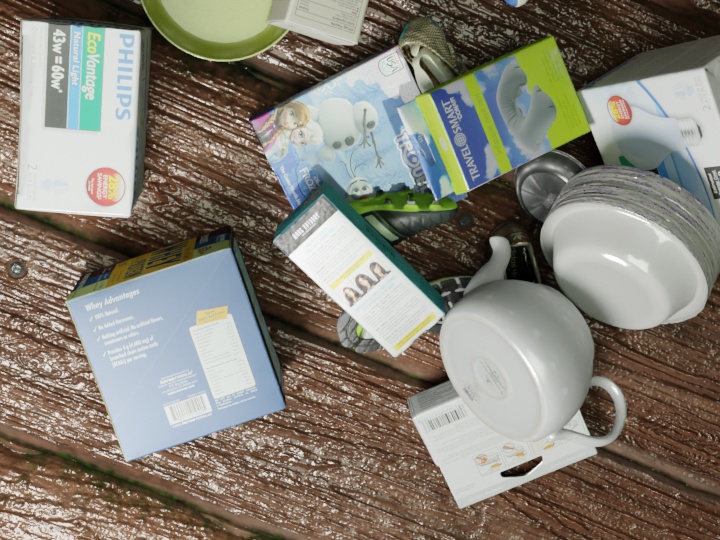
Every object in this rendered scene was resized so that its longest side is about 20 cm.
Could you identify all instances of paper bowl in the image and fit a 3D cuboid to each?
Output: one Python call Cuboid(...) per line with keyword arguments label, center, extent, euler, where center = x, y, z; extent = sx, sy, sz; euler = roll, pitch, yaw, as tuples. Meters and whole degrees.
Cuboid(label="paper bowl", center=(0.296, -0.013, 1.340), extent=(0.200, 0.200, 0.105), euler=(39, 62, -12))

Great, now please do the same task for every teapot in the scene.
Cuboid(label="teapot", center=(0.199, 0.090, 1.372), extent=(0.146, 0.197, 0.201), euler=(-31, 125, -29))

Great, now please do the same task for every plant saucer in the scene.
Cuboid(label="plant saucer", center=(-0.159, -0.343, 1.378), extent=(0.198, 0.031, 0.202), euler=(-1, 101, -7))

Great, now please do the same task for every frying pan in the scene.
Cuboid(label="frying pan", center=(0.253, -0.062, 1.444), extent=(0.031, 0.115, 0.191), euler=(-44, 104, -38))

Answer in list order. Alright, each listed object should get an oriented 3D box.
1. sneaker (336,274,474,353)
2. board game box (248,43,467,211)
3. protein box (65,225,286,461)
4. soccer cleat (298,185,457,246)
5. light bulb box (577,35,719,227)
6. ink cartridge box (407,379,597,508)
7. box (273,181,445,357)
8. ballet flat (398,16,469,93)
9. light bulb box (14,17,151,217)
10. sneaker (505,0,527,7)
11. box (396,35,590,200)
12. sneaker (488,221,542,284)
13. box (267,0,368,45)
Cuboid(label="sneaker", center=(0.065, 0.040, 1.453), extent=(0.198, 0.081, 0.075), euler=(-10, 109, -5))
Cuboid(label="board game box", center=(-0.002, -0.135, 1.430), extent=(0.198, 0.043, 0.201), euler=(-27, 104, -1))
Cuboid(label="protein box", center=(-0.211, 0.082, 1.406), extent=(0.197, 0.135, 0.201), euler=(-18, 103, -2))
Cuboid(label="soccer cleat", center=(0.017, -0.047, 1.402), extent=(0.198, 0.068, 0.082), euler=(-8, 114, 3))
Cuboid(label="light bulb box", center=(0.382, -0.151, 1.364), extent=(0.124, 0.199, 0.199), euler=(-31, 105, -28))
Cuboid(label="ink cartridge box", center=(0.182, 0.195, 1.509), extent=(0.199, 0.044, 0.174), euler=(-23, 124, 6))
Cuboid(label="box", center=(0.000, 0.000, 1.360), extent=(0.082, 0.049, 0.200), euler=(-41, 106, 16))
Cuboid(label="ballet flat", center=(0.111, -0.205, 1.405), extent=(0.200, 0.068, 0.076), euler=(47, 50, -18))
Cuboid(label="light bulb box", center=(-0.299, -0.173, 1.312), extent=(0.124, 0.200, 0.200), euler=(4, 101, -7))
Cuboid(label="sneaker", center=(0.104, -0.372, 1.373), extent=(0.111, 0.077, 0.201), euler=(-32, 99, -5))
Cuboid(label="box", center=(0.154, -0.174, 1.368), extent=(0.199, 0.048, 0.123), euler=(-27, 99, -18))
Cuboid(label="sneaker", center=(0.192, 0.043, 1.471), extent=(0.070, 0.076, 0.202), euler=(-12, 102, -3))
Cuboid(label="box", center=(-0.030, -0.362, 1.339), extent=(0.094, 0.078, 0.202), euler=(14, 95, -23))
